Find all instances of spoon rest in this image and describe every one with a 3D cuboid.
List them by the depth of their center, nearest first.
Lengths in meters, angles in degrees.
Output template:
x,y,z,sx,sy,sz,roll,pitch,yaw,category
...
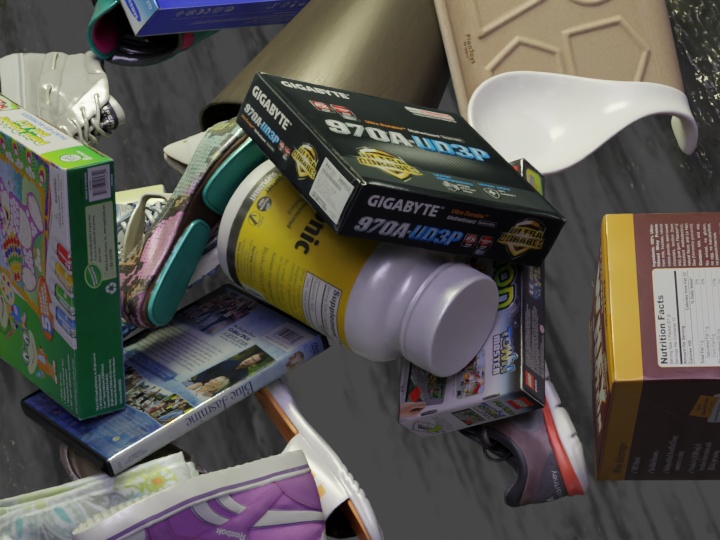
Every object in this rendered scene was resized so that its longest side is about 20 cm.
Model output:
x,y,z,sx,sy,sz,roll,pitch,yaw,category
0.180,-0.120,1.707,0.200,0.061,0.099,-4,59,-21,spoon rest

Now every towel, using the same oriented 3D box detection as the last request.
x,y,z,sx,sy,sz,roll,pitch,yaw,category
-0.179,0.245,1.555,0.171,0.048,0.200,-17,80,12,towel

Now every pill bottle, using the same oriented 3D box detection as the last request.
x,y,z,sx,sy,sz,roll,pitch,yaw,category
0.000,0.000,1.595,0.200,0.111,0.111,29,68,30,pill bottle

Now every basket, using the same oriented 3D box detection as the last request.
x,y,z,sx,sy,sz,roll,pitch,yaw,category
-0.002,-0.157,1.741,0.180,0.136,0.200,25,64,17,basket

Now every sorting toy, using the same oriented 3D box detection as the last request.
x,y,z,sx,sy,sz,roll,pitch,yaw,category
0.157,-0.201,1.749,0.200,0.036,0.185,-17,101,-15,sorting toy

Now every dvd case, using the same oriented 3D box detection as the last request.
x,y,z,sx,sy,sz,roll,pitch,yaw,category
-0.142,0.079,1.630,0.200,0.018,0.143,-30,31,-25,dvd case

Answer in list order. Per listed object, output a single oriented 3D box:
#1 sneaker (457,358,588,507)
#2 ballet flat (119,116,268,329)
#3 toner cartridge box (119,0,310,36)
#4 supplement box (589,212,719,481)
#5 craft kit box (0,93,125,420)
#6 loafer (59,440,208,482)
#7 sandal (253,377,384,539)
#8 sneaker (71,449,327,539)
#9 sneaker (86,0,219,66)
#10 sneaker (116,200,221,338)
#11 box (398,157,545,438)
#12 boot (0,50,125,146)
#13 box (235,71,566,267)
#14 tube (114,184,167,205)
x,y,z,sx,sy,sz,roll,pitch,yaw,category
0.105,0.089,1.644,0.082,0.077,0.200,-21,63,0,sneaker
-0.131,-0.051,1.624,0.071,0.069,0.200,29,83,26,ballet flat
-0.112,-0.250,1.775,0.200,0.043,0.095,-10,68,-40,toner cartridge box
0.274,0.059,1.578,0.200,0.197,0.133,-1,64,2,supplement box
-0.244,-0.016,1.609,0.049,0.200,0.198,-14,26,-29,craft kit box
-0.145,0.168,1.619,0.200,0.068,0.076,32,70,18,loafer
-0.050,0.151,1.624,0.059,0.079,0.207,-32,58,-11,sandal
-0.100,0.198,1.493,0.200,0.073,0.114,-11,82,-38,sneaker
-0.210,-0.234,1.806,0.200,0.084,0.121,22,43,12,sneaker
-0.160,-0.023,1.676,0.200,0.077,0.085,-38,107,-2,sneaker
0.085,0.020,1.629,0.110,0.035,0.200,-16,56,31,box
-0.238,-0.118,1.741,0.096,0.074,0.200,-10,42,-6,boot
0.030,-0.072,1.564,0.200,0.046,0.159,9,28,-38,box
-0.251,-0.026,1.732,0.200,0.052,0.058,-12,59,-3,tube
